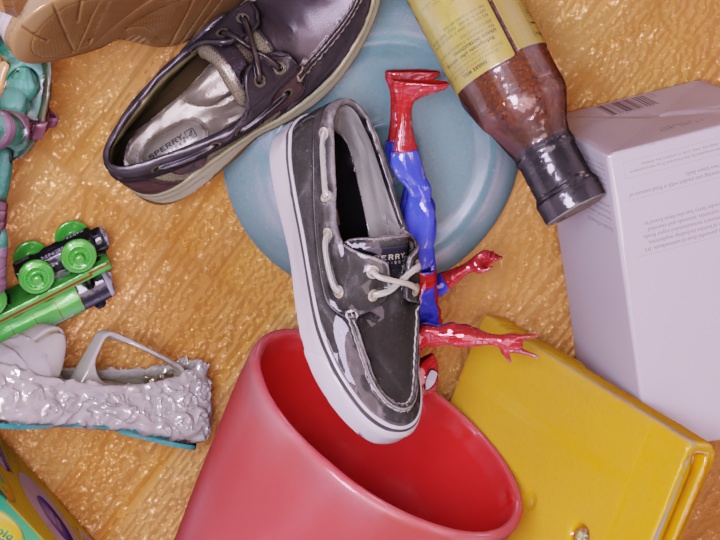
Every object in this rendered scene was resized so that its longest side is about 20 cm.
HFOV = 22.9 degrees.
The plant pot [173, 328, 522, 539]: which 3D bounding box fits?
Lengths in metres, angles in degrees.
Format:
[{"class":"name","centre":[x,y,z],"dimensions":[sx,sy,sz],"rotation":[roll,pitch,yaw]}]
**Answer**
[{"class":"plant pot","centre":[-0.026,0.165,1.099],"dimensions":[0.199,0.201,0.178],"rotation":[27,109,-19]}]

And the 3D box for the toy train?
[{"class":"toy train","centre":[-0.238,0.034,1.085],"dimensions":[0.198,0.042,0.057],"rotation":[-26,119,-5]}]

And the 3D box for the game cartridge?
[{"class":"game cartridge","centre":[0.116,0.146,1.120],"dimensions":[0.032,0.200,0.178],"rotation":[12,104,-39]}]

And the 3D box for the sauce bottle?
[{"class":"sauce bottle","centre":[0.082,-0.123,1.064],"dimensions":[0.065,0.066,0.202],"rotation":[-24,83,-6]}]

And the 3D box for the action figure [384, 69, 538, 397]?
[{"class":"action figure","centre":[0.060,-0.018,1.088],"dimensions":[0.098,0.065,0.202],"rotation":[2,105,-4]}]

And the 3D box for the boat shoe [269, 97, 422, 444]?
[{"class":"boat shoe","centre":[0.000,0.000,1.036],"dimensions":[0.070,0.063,0.202],"rotation":[-12,82,-41]}]

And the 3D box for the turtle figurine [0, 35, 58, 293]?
[{"class":"turtle figurine","centre":[-0.221,-0.093,1.011],"dimensions":[0.100,0.150,0.202],"rotation":[2,114,-32]}]

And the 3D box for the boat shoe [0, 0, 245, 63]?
[{"class":"boat shoe","centre":[-0.134,-0.170,1.006],"dimensions":[0.069,0.199,0.071],"rotation":[50,125,17]}]

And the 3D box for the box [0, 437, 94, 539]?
[{"class":"box","centre":[-0.207,0.158,1.071],"dimensions":[0.048,0.117,0.200],"rotation":[-39,119,-1]}]

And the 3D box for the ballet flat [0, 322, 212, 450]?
[{"class":"ballet flat","centre":[-0.176,0.065,1.082],"dimensions":[0.199,0.072,0.072],"rotation":[12,103,-37]}]

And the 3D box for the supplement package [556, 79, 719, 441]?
[{"class":"supplement package","centre":[0.202,-0.004,1.136],"dimensions":[0.120,0.120,0.202],"rotation":[-14,108,-12]}]

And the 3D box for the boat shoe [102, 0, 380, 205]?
[{"class":"boat shoe","centre":[-0.070,-0.114,1.050],"dimensions":[0.200,0.065,0.073],"rotation":[-45,79,9]}]

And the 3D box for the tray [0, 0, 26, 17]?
[{"class":"tray","centre":[-0.183,-0.240,0.942],"dimensions":[0.098,0.037,0.201],"rotation":[21,69,8]}]

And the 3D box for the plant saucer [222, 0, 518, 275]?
[{"class":"plant saucer","centre":[0.012,-0.077,1.115],"dimensions":[0.198,0.036,0.202],"rotation":[-3,105,-12]}]
